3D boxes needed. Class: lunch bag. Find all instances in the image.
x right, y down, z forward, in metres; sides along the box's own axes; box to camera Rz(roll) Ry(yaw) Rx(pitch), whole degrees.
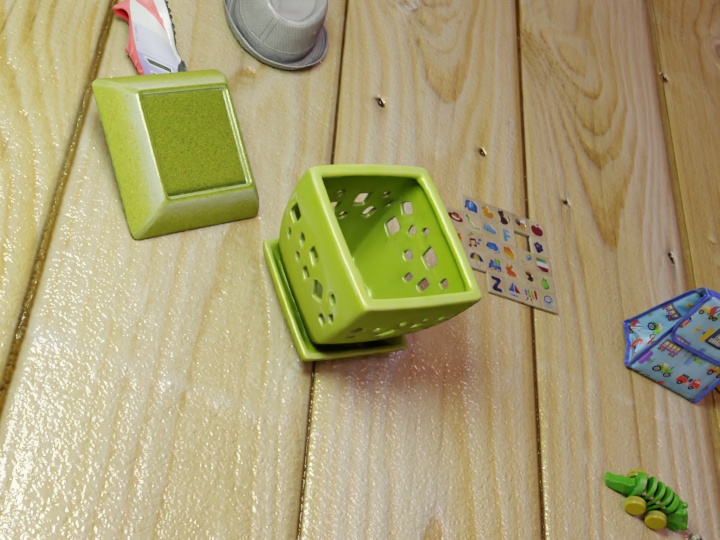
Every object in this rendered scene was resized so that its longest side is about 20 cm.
[{"bbox_3d":[0.526,0.096,1.733,0.150,0.200,0.095,27,46,-19],"label":"lunch bag"}]

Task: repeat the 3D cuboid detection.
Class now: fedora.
[{"bbox_3d":[-0.107,-0.392,1.672,0.177,0.090,0.200,43,43,-5],"label":"fedora"}]

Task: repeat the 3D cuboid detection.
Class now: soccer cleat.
[{"bbox_3d":[-0.270,-0.273,1.492,0.073,0.068,0.202,-14,75,-11],"label":"soccer cleat"}]

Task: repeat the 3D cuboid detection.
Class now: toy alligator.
[{"bbox_3d":[0.433,0.333,1.597,0.199,0.054,0.060,35,45,-13],"label":"toy alligator"}]

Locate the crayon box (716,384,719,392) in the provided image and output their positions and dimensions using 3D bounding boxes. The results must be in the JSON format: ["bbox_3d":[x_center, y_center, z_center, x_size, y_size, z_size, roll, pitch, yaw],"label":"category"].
[{"bbox_3d":[0.643,0.126,1.803,0.173,0.200,0.058,51,43,4],"label":"crayon box"}]

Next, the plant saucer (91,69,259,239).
[{"bbox_3d":[-0.214,-0.155,1.406,0.199,0.048,0.202,-14,89,-43],"label":"plant saucer"}]

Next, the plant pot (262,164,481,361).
[{"bbox_3d":[0.000,0.000,1.409,0.199,0.181,0.200,-4,62,-39],"label":"plant pot"}]

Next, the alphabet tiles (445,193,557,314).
[{"bbox_3d":[0.212,-0.029,1.722,0.199,0.008,0.168,18,51,-27],"label":"alphabet tiles"}]
